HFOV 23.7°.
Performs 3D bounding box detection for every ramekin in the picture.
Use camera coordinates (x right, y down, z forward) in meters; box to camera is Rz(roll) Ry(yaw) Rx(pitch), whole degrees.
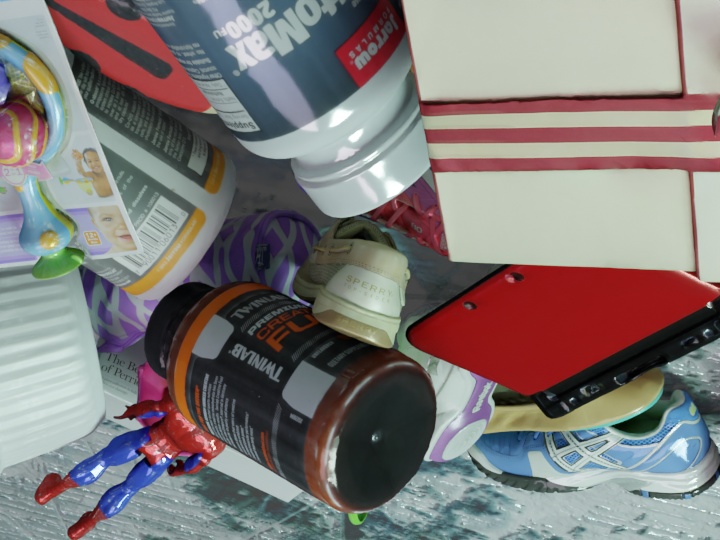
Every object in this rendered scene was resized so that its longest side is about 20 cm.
[{"bbox_3d":[-0.257,0.046,1.273,0.104,0.201,0.201,-12,150,-13],"label":"ramekin"}]

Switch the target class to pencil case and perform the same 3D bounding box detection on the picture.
[{"bbox_3d":[-0.114,0.009,1.247,0.199,0.086,0.084,-8,174,39],"label":"pencil case"}]

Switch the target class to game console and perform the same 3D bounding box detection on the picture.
[{"bbox_3d":[0.156,0.004,1.073,0.119,0.172,0.200,50,142,-5],"label":"game console"}]

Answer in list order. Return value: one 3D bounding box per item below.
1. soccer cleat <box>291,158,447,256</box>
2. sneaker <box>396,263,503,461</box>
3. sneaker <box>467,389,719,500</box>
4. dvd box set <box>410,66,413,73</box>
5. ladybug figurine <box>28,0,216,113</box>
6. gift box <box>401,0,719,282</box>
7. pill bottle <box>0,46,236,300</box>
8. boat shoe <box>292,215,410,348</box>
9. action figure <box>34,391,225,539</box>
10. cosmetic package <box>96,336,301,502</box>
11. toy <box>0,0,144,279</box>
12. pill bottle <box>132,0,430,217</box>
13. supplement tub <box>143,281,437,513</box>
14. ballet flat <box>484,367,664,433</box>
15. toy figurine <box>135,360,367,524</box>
[{"bbox_3d":[0.045,-0.044,1.099,0.199,0.074,0.068,9,147,14],"label":"soccer cleat"},{"bbox_3d":[0.068,0.046,1.220,0.075,0.100,0.201,-12,142,-39],"label":"sneaker"},{"bbox_3d":[0.173,0.121,1.302,0.199,0.076,0.077,-3,124,25],"label":"sneaker"},{"bbox_3d":[0.128,-0.114,0.993,0.199,0.030,0.147,4,144,21],"label":"dvd box set"},{"bbox_3d":[-0.125,-0.156,1.017,0.199,0.072,0.136,28,147,-14],"label":"ladybug figurine"},{"bbox_3d":[0.136,-0.093,0.833,0.185,0.201,0.185,1,133,20],"label":"gift box"},{"bbox_3d":[-0.190,-0.076,1.130,0.199,0.117,0.116,34,144,-22],"label":"pill bottle"},{"bbox_3d":[0.000,0.000,1.105,0.072,0.065,0.200,20,-175,-6],"label":"boat shoe"},{"bbox_3d":[-0.153,0.129,1.242,0.200,0.052,0.066,-33,98,34],"label":"action figure"},{"bbox_3d":[-0.126,0.108,1.405,0.199,0.083,0.051,26,146,-13],"label":"cosmetic package"},{"bbox_3d":[-0.217,-0.079,1.023,0.114,0.047,0.201,-5,125,22],"label":"toy"},{"bbox_3d":[-0.039,-0.132,0.932,0.119,0.120,0.200,-13,127,39],"label":"pill bottle"},{"bbox_3d":[-0.053,0.072,1.110,0.199,0.107,0.107,24,157,39],"label":"supplement tub"},{"bbox_3d":[0.126,0.085,1.265,0.199,0.069,0.063,-13,122,38],"label":"ballet flat"},{"bbox_3d":[-0.082,0.096,1.274,0.183,0.151,0.200,6,159,8],"label":"toy figurine"}]
